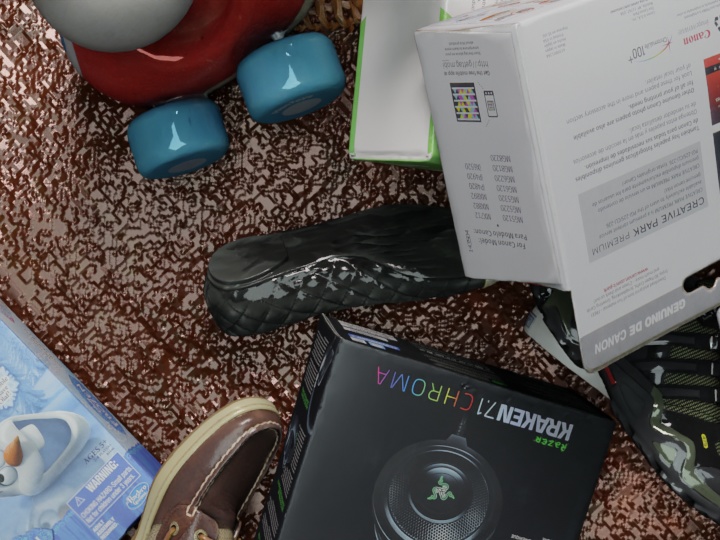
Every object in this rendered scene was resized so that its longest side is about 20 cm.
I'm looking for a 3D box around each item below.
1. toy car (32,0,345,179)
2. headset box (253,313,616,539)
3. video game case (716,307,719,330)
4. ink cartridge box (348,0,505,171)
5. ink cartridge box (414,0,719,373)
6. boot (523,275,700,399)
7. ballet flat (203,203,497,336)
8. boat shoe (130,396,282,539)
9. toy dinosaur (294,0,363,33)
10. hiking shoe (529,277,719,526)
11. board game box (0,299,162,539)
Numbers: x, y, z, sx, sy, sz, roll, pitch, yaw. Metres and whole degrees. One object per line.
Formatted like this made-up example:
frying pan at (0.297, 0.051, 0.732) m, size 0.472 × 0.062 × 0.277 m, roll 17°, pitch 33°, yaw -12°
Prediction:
toy car at (-0.135, -0.161, 0.783) m, size 0.176 × 0.199 × 0.186 m, roll -22°, pitch 83°, yaw 31°
headset box at (0.032, 0.151, 0.835) m, size 0.172 × 0.093 × 0.202 m, roll 18°, pitch 94°, yaw -9°
video game case at (0.260, 0.103, 0.806) m, size 0.022 × 0.182 × 0.202 m, roll -15°, pitch 90°, yaw 29°
ink cartridge box at (0.101, -0.124, 0.806) m, size 0.198 × 0.084 × 0.147 m, roll 5°, pitch 91°, yaw -35°
ink cartridge box at (0.143, -0.066, 0.737) m, size 0.199 × 0.084 × 0.178 m, roll -22°, pitch 108°, yaw -31°
boot at (0.203, 0.059, 0.854) m, size 0.199 × 0.073 × 0.091 m, roll 37°, pitch 97°, yaw 2°
ballet flat at (0.000, 0.000, 0.882) m, size 0.197 × 0.057 × 0.067 m, roll -7°, pitch 48°, yaw 1°
boat shoe at (-0.100, 0.172, 0.856) m, size 0.072 × 0.072 × 0.201 m, roll 39°, pitch 96°, yaw 34°
toy dinosaur at (0.030, -0.206, 0.855) m, size 0.199 × 0.102 × 0.137 m, roll -35°, pitch 105°, yaw -16°
hiking shoe at (0.185, 0.055, 0.790) m, size 0.100 × 0.076 × 0.201 m, roll -39°, pitch 79°, yaw 7°
board game box at (-0.256, 0.134, 0.888) m, size 0.199 × 0.043 × 0.200 m, roll 45°, pitch 92°, yaw 2°
